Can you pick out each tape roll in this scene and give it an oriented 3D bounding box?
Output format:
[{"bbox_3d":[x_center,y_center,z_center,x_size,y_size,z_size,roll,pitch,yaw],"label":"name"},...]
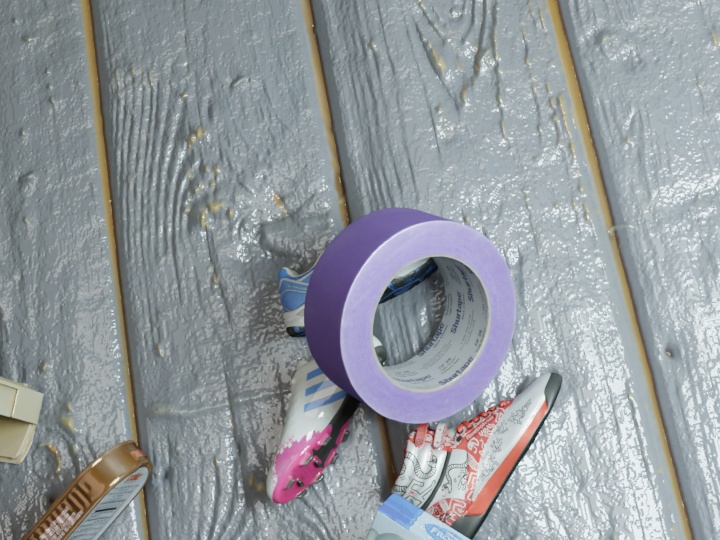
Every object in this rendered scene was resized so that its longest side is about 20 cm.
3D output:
[{"bbox_3d":[0.050,0.043,1.048,0.201,0.199,0.085,-58,29,-5],"label":"tape roll"}]

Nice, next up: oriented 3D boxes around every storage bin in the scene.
[{"bbox_3d":[-0.481,0.145,1.149,0.197,0.200,0.095,5,75,14],"label":"storage bin"}]

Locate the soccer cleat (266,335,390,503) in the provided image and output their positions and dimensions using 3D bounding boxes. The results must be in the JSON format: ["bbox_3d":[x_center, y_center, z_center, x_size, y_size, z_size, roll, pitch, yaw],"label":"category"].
[{"bbox_3d":[-0.050,0.148,1.122,0.086,0.070,0.201,30,79,28],"label":"soccer cleat"}]

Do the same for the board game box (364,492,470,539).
[{"bbox_3d":[0.077,0.343,1.000,0.198,0.043,0.201,29,118,19],"label":"board game box"}]

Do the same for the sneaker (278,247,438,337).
[{"bbox_3d":[0.000,0.000,1.136,0.199,0.076,0.078,-24,76,5],"label":"sneaker"}]

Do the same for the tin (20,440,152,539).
[{"bbox_3d":[-0.299,0.266,1.124,0.042,0.112,0.200,41,89,9],"label":"tin"}]

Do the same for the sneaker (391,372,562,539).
[{"bbox_3d":[0.113,0.168,1.073,0.107,0.067,0.202,32,88,16],"label":"sneaker"}]
